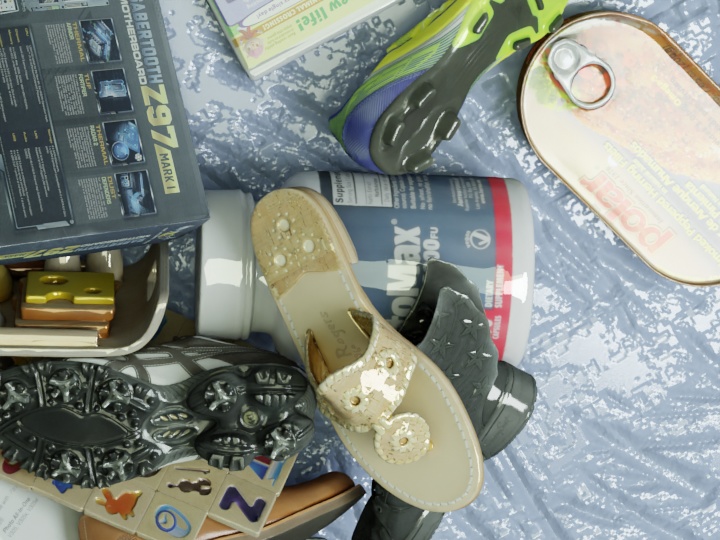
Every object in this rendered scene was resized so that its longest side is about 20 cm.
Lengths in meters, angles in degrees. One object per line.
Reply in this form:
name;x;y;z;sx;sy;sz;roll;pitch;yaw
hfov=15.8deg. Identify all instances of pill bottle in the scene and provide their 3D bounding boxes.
pill bottle;0.000;0.000;1.579;0.199;0.120;0.120;1;101;-6

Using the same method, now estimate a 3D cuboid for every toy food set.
toy food set;-0.213;-0.003;1.540;0.199;0.144;0.061;1;109;-5

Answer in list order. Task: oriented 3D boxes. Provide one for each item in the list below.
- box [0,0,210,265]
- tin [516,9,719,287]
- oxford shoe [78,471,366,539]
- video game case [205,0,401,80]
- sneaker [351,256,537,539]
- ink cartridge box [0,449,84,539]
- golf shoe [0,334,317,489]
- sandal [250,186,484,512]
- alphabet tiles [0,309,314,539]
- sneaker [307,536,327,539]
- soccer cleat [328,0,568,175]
box;-0.185;-0.109;1.508;0.157;0.051;0.201;-10;82;-33
tin;0.182;-0.076;1.623;0.200;0.042;0.112;44;90;-12
oxford shoe;-0.081;0.146;1.568;0.199;0.071;0.072;-13;67;-39
video game case;-0.023;-0.242;1.577;0.199;0.022;0.183;-28;102;-1
sneaker;0.028;0.091;1.543;0.104;0.060;0.200;27;117;-26
ink cartridge box;-0.201;0.209;1.585;0.200;0.088;0.145;45;130;-13
golf shoe;-0.125;0.080;1.527;0.199;0.095;0.078;2;106;0
sandal;-0.012;0.051;1.467;0.077;0.070;0.212;-34;81;25
alphabet tiles;-0.135;0.086;1.561;0.199;0.167;0.006;22;137;3
sneaker;-0.066;0.192;1.644;0.199;0.074;0.080;31;82;-15
soccer cleat;0.057;-0.144;1.583;0.200;0.084;0.065;-49;131;-12
